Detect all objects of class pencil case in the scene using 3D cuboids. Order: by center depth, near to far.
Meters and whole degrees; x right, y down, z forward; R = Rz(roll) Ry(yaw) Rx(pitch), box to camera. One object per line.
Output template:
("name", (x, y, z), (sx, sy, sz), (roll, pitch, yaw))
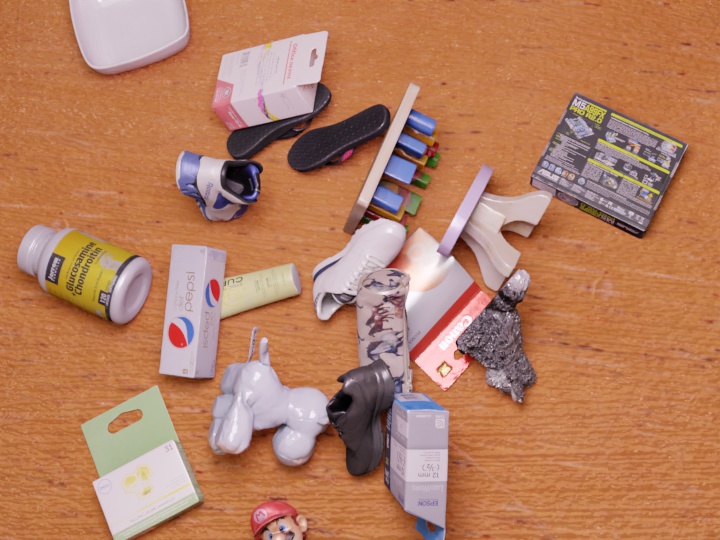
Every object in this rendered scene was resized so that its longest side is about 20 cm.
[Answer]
("pencil case", (0.039, 0.097, 1.521), (0.088, 0.078, 0.203), (5, 113, 18))

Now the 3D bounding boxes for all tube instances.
("tube", (-0.193, 0.038, 1.633), (0.197, 0.052, 0.058), (-14, 36, 11))

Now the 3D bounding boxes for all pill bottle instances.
("pill bottle", (-0.442, 0.000, 1.640), (0.197, 0.112, 0.113), (21, 78, 12))

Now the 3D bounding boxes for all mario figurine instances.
("mario figurine", (-0.093, 0.424, 1.479), (0.123, 0.106, 0.201), (-30, 78, -38))

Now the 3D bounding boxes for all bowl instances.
("bowl", (-0.392, -0.438, 1.775), (0.197, 0.075, 0.203), (-17, 73, 1))

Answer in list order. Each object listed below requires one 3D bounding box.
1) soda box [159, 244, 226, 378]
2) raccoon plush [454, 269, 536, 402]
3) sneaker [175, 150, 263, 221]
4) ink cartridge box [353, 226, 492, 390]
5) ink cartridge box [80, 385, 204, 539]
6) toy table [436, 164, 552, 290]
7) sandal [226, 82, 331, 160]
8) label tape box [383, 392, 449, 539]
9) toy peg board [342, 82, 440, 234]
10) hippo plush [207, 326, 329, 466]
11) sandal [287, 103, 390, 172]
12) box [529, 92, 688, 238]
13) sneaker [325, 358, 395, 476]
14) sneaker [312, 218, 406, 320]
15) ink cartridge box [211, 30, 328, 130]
("soda box", (-0.260, 0.064, 1.600), (0.067, 0.064, 0.204), (4, 85, 23))
("raccoon plush", (0.223, 0.107, 1.492), (0.134, 0.201, 0.097), (44, 61, 8))
("sneaker", (-0.197, -0.123, 1.597), (0.113, 0.199, 0.082), (7, 79, 17))
("ink cartridge box", (0.109, 0.058, 1.587), (0.200, 0.050, 0.162), (42, 84, 19))
("ink cartridge box", (-0.343, 0.295, 1.581), (0.144, 0.048, 0.202), (-27, 75, 0))
("toy table", (0.200, -0.069, 1.554), (0.116, 0.185, 0.201), (29, 46, 4))
("sandal", (-0.132, -0.246, 1.705), (0.199, 0.048, 0.076), (-29, 58, 13))
("label tape box", (0.075, 0.284, 1.450), (0.065, 0.143, 0.204), (3, 92, -10))
("toy peg board", (0.065, -0.151, 1.584), (0.097, 0.199, 0.202), (24, 78, -3))
("hippo plush", (-0.127, 0.203, 1.551), (0.159, 0.159, 0.203), (22, 93, -18))
("sandal", (-0.032, -0.204, 1.661), (0.198, 0.045, 0.076), (-20, 56, 25))
("box", (0.389, -0.166, 1.616), (0.198, 0.044, 0.162), (27, 79, 13))
("sneaker", (-0.010, 0.216, 1.488), (0.089, 0.203, 0.076), (-8, 33, -25))
("sneaker", (0.000, 0.000, 1.557), (0.076, 0.200, 0.081), (30, 39, -23))
("ink cartridge box", (-0.134, -0.308, 1.667), (0.197, 0.068, 0.118), (-8, 56, 24))
